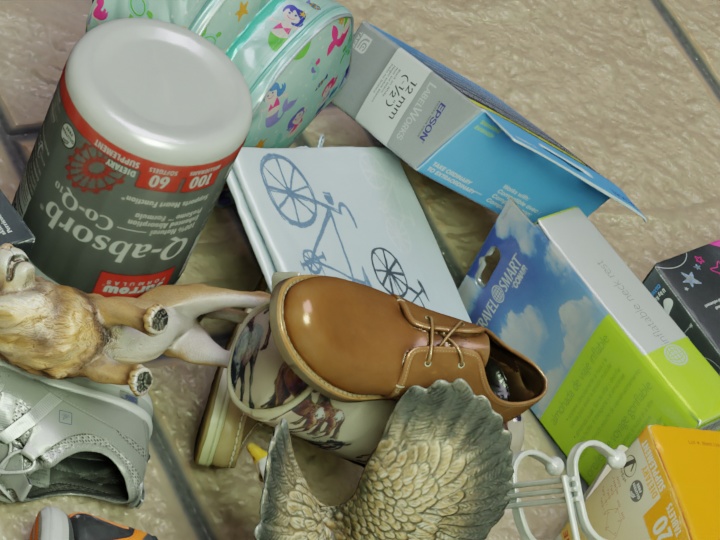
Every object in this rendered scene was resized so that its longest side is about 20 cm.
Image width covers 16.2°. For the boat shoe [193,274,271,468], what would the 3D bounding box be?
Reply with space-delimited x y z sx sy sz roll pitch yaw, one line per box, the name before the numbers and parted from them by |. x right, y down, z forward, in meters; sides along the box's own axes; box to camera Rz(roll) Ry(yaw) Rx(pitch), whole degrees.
boat shoe | -0.049 0.055 1.597 0.066 0.074 0.200 23 43 1

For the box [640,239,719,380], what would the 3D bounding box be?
box | 0.269 0.052 1.720 0.200 0.132 0.115 -18 63 -37

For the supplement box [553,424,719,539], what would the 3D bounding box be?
supplement box | 0.165 0.199 1.478 0.073 0.200 0.126 7 46 -27

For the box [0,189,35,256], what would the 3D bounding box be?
box | -0.331 -0.035 1.515 0.182 0.104 0.200 -17 59 -38

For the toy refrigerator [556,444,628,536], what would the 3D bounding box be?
toy refrigerator | 0.222 0.202 1.597 0.200 0.076 0.070 33 43 5

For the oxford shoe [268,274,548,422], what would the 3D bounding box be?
oxford shoe | 0.030 0.041 1.418 0.200 0.071 0.071 20 62 -45

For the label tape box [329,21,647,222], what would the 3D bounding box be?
label tape box | 0.082 -0.080 1.710 0.143 0.066 0.200 26 12 -40

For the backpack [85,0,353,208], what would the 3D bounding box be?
backpack | -0.095 -0.151 1.649 0.150 0.200 0.178 34 66 18

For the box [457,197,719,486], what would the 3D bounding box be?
box | 0.150 0.055 1.662 0.048 0.122 0.200 -19 61 -36

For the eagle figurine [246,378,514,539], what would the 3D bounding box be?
eagle figurine | -0.015 0.151 1.423 0.151 0.200 0.152 28 61 -11

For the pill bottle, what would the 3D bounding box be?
pill bottle | -0.149 -0.047 1.548 0.116 0.200 0.116 14 44 -14

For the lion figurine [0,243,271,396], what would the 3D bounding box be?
lion figurine | -0.134 0.033 1.492 0.122 0.073 0.200 12 2 40

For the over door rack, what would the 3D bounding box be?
over door rack | 0.109 0.202 1.434 0.067 0.148 0.200 3 80 -27

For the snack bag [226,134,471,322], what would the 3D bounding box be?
snack bag | 0.000 0.000 1.637 0.200 0.021 0.189 -6 69 -56

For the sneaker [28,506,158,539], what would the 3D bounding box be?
sneaker | -0.130 0.217 1.402 0.112 0.078 0.200 12 46 -15

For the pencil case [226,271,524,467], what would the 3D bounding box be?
pencil case | 0.013 0.074 1.505 0.200 0.078 0.090 28 75 -43

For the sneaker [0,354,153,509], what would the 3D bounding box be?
sneaker | -0.210 0.095 1.475 0.200 0.075 0.082 6 46 -23
